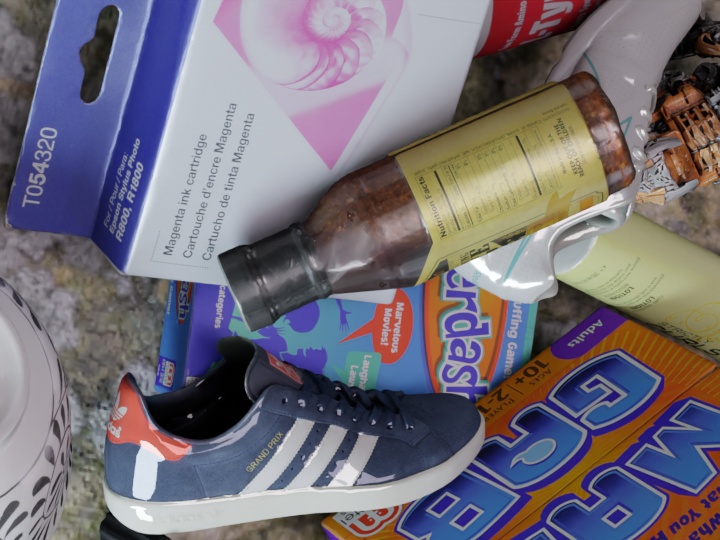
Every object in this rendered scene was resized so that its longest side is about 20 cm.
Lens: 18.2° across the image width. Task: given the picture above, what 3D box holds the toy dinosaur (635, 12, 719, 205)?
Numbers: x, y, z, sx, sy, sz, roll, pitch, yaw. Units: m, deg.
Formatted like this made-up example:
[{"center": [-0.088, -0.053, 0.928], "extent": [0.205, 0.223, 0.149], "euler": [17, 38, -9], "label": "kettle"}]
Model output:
[{"center": [0.210, -0.091, 1.221], "extent": [0.199, 0.136, 0.103], "euler": [-11, 98, -23], "label": "toy dinosaur"}]

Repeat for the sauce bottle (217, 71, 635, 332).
[{"center": [0.030, -0.029, 1.067], "extent": [0.199, 0.066, 0.066], "euler": [-23, 104, 0], "label": "sauce bottle"}]

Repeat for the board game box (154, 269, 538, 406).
[{"center": [0.000, 0.000, 1.184], "extent": [0.199, 0.045, 0.153], "euler": [6, 92, -25], "label": "board game box"}]

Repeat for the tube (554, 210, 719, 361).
[{"center": [0.181, 0.012, 1.233], "extent": [0.200, 0.058, 0.052], "euler": [25, 91, -37], "label": "tube"}]

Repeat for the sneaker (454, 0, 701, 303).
[{"center": [0.118, -0.064, 1.139], "extent": [0.080, 0.070, 0.200], "euler": [35, 78, 20], "label": "sneaker"}]

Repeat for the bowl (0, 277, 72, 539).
[{"center": [-0.209, 0.059, 1.025], "extent": [0.200, 0.094, 0.201], "euler": [13, 62, -26], "label": "bowl"}]

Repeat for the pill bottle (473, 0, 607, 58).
[{"center": [0.050, -0.165, 1.155], "extent": [0.199, 0.112, 0.113], "euler": [-18, 102, -22], "label": "pill bottle"}]

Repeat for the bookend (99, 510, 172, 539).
[{"center": [-0.145, 0.259, 1.115], "extent": [0.198, 0.092, 0.200], "euler": [-30, 105, -19], "label": "bookend"}]

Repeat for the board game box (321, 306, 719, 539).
[{"center": [0.140, 0.179, 1.154], "extent": [0.200, 0.200, 0.200], "euler": [-36, 123, -17], "label": "board game box"}]

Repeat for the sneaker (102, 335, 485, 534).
[{"center": [-0.030, 0.071, 1.111], "extent": [0.199, 0.075, 0.085], "euler": [-9, 113, -22], "label": "sneaker"}]

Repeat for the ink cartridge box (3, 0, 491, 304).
[{"center": [-0.051, -0.084, 1.067], "extent": [0.199, 0.043, 0.197], "euler": [5, 118, -24], "label": "ink cartridge box"}]
